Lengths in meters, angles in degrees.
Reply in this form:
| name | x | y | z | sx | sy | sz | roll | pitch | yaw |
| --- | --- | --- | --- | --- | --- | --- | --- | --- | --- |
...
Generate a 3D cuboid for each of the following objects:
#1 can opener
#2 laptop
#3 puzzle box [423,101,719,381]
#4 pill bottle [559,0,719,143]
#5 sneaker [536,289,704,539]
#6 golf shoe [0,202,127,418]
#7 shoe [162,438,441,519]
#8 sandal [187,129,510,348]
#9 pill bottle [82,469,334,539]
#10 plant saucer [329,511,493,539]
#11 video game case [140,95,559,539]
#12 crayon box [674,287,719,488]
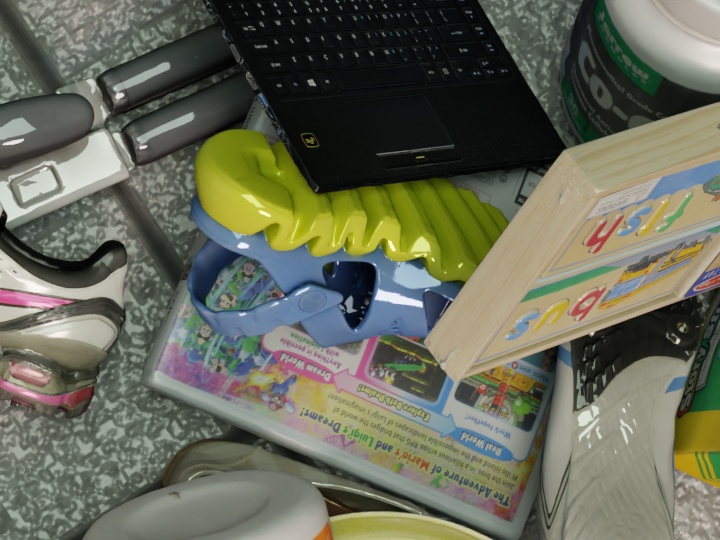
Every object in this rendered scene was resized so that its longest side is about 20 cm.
| name | x | y | z | sx | sy | sz | roll | pitch | yaw |
| --- | --- | --- | --- | --- | --- | --- | --- | --- | --- |
| can opener | -0.100 | -0.077 | 1.259 | 0.200 | 0.066 | 0.053 | -24 | 88 | -15 |
| laptop | 0.019 | -0.150 | 1.217 | 0.177 | 0.103 | 0.200 | -9 | 63 | -45 |
| puzzle box | 0.130 | -0.022 | 1.173 | 0.200 | 0.133 | 0.025 | -18 | 63 | -41 |
| pill bottle | 0.159 | -0.119 | 1.221 | 0.113 | 0.200 | 0.113 | 1 | 72 | -4 |
| sneaker | 0.116 | 0.074 | 1.249 | 0.072 | 0.072 | 0.200 | 15 | 65 | -13 |
| golf shoe | -0.204 | -0.007 | 1.221 | 0.200 | 0.073 | 0.092 | 20 | 99 | -11 |
| shoe | 0.000 | 0.137 | 1.249 | 0.200 | 0.053 | 0.070 | 24 | 81 | -5 |
| sandal | 0.000 | 0.000 | 1.215 | 0.200 | 0.080 | 0.087 | 17 | 121 | -25 |
| pill bottle | -0.049 | 0.197 | 1.156 | 0.110 | 0.110 | 0.200 | -14 | 104 | -9 |
| plant saucer | 0.012 | 0.200 | 1.225 | 0.200 | 0.031 | 0.200 | 1 | 106 | 3 |
| video game case | 0.019 | 0.008 | 1.264 | 0.200 | 0.024 | 0.182 | 25 | 81 | -17 |
| crayon box | 0.222 | 0.005 | 1.234 | 0.058 | 0.173 | 0.200 | 25 | 81 | -10 |
